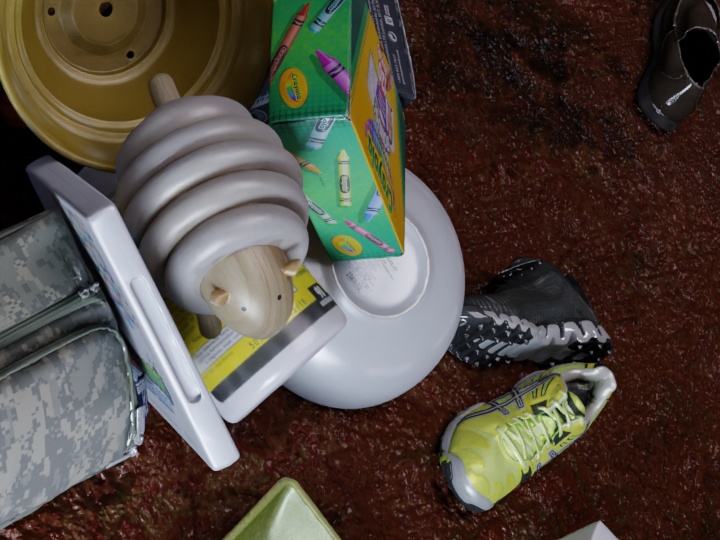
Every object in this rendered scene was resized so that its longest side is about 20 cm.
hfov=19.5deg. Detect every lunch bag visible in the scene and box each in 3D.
[{"bbox_3d":[-0.237,0.075,1.294,0.200,0.139,0.169,-31,98,-51],"label":"lunch bag"}]

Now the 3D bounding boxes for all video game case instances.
[{"bbox_3d":[-0.150,0.023,1.349,0.024,0.200,0.183,-29,109,-12],"label":"video game case"}]

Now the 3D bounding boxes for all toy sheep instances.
[{"bbox_3d":[-0.097,-0.042,1.342,0.137,0.138,0.201,-3,53,-45],"label":"toy sheep"}]

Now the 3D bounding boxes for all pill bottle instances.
[{"bbox_3d":[-0.113,-0.003,1.469,0.200,0.114,0.114,49,41,2],"label":"pill bottle"}]

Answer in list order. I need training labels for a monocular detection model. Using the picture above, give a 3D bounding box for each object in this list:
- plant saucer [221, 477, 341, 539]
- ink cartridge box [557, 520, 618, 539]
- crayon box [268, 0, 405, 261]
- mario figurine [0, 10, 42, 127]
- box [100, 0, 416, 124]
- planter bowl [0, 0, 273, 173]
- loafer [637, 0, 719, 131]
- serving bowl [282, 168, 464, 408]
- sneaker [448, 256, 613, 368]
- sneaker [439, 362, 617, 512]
[{"bbox_3d":[-0.051,0.273,1.408,0.200,0.048,0.200,53,41,-4],"label":"plant saucer"},{"bbox_3d":[0.199,0.316,1.597,0.200,0.085,0.148,47,41,-13],"label":"ink cartridge box"},{"bbox_3d":[-0.013,-0.104,1.455,0.200,0.058,0.120,66,22,-61],"label":"crayon box"},{"bbox_3d":[-0.276,-0.110,1.436,0.124,0.105,0.201,61,37,-52],"label":"mario figurine"},{"bbox_3d":[-0.082,-0.158,1.580,0.199,0.148,0.105,12,57,-40],"label":"box"},{"bbox_3d":[-0.161,-0.172,1.413,0.199,0.083,0.202,-7,107,-24],"label":"planter bowl"},{"bbox_3d":[0.333,-0.217,2.082,0.073,0.071,0.201,39,44,-19],"label":"loafer"},{"bbox_3d":[0.000,0.000,1.574,0.198,0.066,0.202,6,77,-27],"label":"serving bowl"},{"bbox_3d":[0.126,0.030,1.729,0.199,0.066,0.091,8,56,-45],"label":"sneaker"},{"bbox_3d":[0.132,0.121,1.664,0.076,0.076,0.200,55,42,-4],"label":"sneaker"}]
